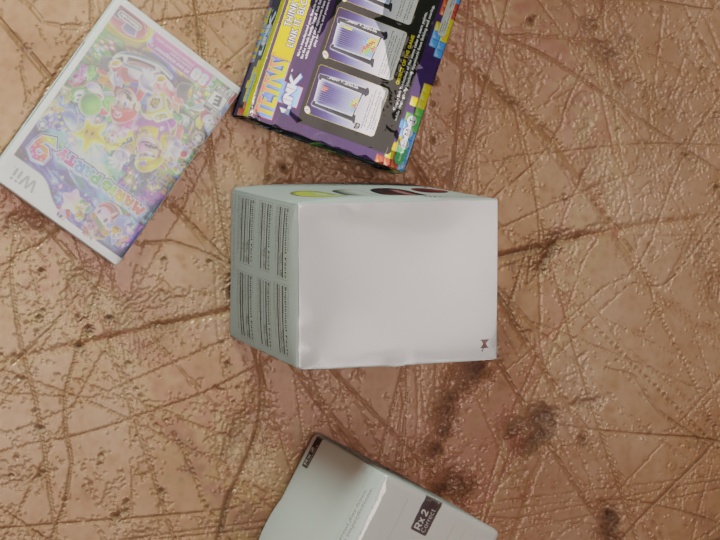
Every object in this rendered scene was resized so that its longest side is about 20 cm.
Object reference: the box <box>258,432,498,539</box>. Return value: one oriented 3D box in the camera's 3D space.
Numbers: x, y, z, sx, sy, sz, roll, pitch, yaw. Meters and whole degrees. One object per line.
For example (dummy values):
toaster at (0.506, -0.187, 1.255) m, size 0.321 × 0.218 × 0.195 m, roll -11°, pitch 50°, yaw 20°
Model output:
box at (-0.005, 0.279, 1.783) m, size 0.131 × 0.200 × 0.199 m, roll 29°, pitch 86°, yaw -21°

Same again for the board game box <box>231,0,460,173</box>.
board game box at (-0.009, -0.210, 1.806) m, size 0.165 × 0.057 × 0.200 m, roll 19°, pitch 89°, yaw -19°

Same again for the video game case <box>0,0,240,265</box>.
video game case at (-0.221, -0.126, 1.758) m, size 0.143 × 0.018 × 0.200 m, roll 37°, pitch 83°, yaw -20°

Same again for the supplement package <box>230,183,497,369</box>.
supplement package at (0.000, 0.000, 1.755) m, size 0.191 × 0.200 × 0.147 m, roll -2°, pitch 97°, yaw -20°
